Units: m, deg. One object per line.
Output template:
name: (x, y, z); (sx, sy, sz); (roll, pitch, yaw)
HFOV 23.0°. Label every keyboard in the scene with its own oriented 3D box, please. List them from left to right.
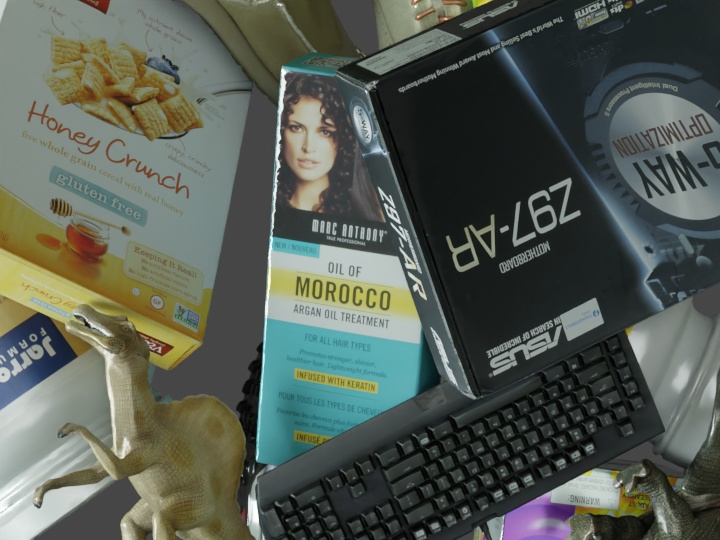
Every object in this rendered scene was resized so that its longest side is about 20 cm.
keyboard: (0.056, 0.113, 0.853); (0.200, 0.021, 0.127); (-26, 110, -6)

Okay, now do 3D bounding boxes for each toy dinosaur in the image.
toy dinosaur: (-0.088, 0.111, 0.841); (0.101, 0.058, 0.200); (-45, 119, -26)
toy dinosaur: (0.149, 0.146, 0.856); (0.102, 0.077, 0.200); (21, 75, -35)

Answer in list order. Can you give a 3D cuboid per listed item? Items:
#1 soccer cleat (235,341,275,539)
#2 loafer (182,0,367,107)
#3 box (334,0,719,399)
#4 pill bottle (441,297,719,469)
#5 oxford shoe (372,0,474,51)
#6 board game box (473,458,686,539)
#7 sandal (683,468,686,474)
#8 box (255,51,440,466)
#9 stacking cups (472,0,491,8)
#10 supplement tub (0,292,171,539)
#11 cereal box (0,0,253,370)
soccer cleat: (-0.031, 0.123, 0.956); (0.073, 0.068, 0.200); (7, 88, -18)
loafer: (-0.048, -0.147, 0.923); (0.067, 0.076, 0.200); (-39, 120, 20)
box: (0.106, -0.054, 0.810); (0.200, 0.044, 0.160); (-24, 112, -13)
pill bottle: (0.104, 0.028, 0.926); (0.200, 0.111, 0.111); (26, 87, 5)
oxford shoe: (0.037, -0.122, 0.910); (0.071, 0.074, 0.200); (-16, 54, -1)
board game box: (0.109, 0.199, 0.933); (0.103, 0.105, 0.200); (7, 88, -3)
sandal: (0.211, 0.127, 0.956); (0.077, 0.070, 0.212); (1, 88, -2)
box: (0.000, 0.000, 0.859); (0.082, 0.049, 0.200); (9, 107, 15)
stacking cups: (0.091, -0.167, 0.913); (0.060, 0.200, 0.061); (5, 127, 6)
supplement tub: (-0.196, 0.035, 0.908); (0.144, 0.144, 0.200); (-36, 89, -3)
cereal box: (-0.131, -0.065, 0.891); (0.144, 0.040, 0.200); (26, 50, -24)
